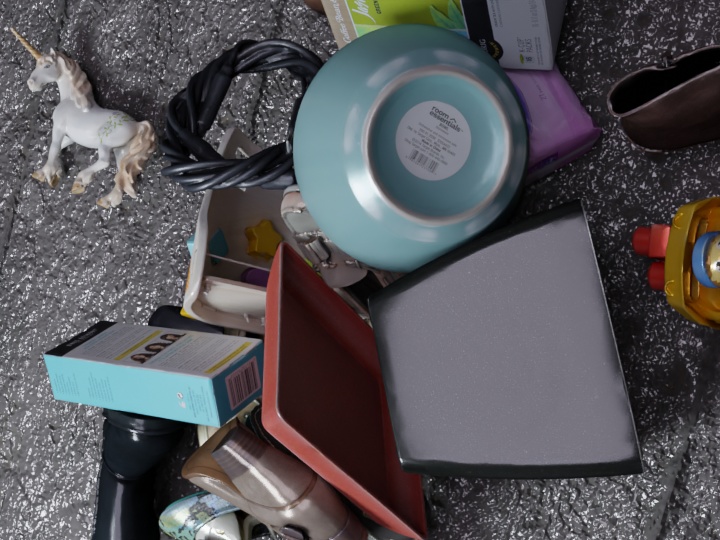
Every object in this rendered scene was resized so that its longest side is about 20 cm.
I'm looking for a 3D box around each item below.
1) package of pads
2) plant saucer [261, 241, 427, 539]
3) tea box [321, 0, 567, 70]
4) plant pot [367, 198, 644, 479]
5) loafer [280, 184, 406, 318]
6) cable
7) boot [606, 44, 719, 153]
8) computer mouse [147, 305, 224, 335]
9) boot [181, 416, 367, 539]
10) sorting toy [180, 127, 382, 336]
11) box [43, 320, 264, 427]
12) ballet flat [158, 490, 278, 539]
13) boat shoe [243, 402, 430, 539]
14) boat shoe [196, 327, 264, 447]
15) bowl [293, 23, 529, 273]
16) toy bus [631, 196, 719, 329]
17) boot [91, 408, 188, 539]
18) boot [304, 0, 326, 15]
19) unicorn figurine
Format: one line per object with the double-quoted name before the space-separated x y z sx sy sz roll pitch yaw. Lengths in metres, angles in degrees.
"package of pads" 0.095 -0.118 0.950 0.199 0.076 0.121 -28 74 -4
"plant saucer" -0.019 0.105 0.911 0.036 0.200 0.201 -29 36 21
"tea box" 0.080 -0.293 0.923 0.195 0.134 0.202 5 62 20
"plant pot" 0.108 0.074 0.876 0.175 0.200 0.202 -12 82 6
"loafer" 0.000 0.000 0.949 0.071 0.200 0.063 0 61 43
"cable" -0.101 -0.139 0.981 0.161 0.051 0.201 -13 47 10
"boot" 0.298 -0.144 0.844 0.198 0.166 0.073 -20 79 21
"computer mouse" -0.129 0.081 1.023 0.198 0.034 0.059 20 84 28
"boot" -0.074 0.197 0.937 0.146 0.200 0.070 43 72 -6
"sorting toy" -0.081 -0.037 1.020 0.106 0.198 0.182 -17 64 53
"box" -0.188 0.092 0.995 0.198 0.082 0.050 4 113 31
"ballet flat" -0.092 0.233 1.014 0.198 0.074 0.075 -16 81 4
"boat shoe" -0.021 0.174 0.978 0.200 0.072 0.061 32 142 16
"boat shoe" -0.115 0.122 1.062 0.064 0.072 0.202 -10 78 26
"bowl" 0.050 -0.094 0.842 0.198 0.105 0.203 -1 96 -9
"toy bus" 0.294 -0.005 0.828 0.190 0.199 0.137 9 90 31
"boot" -0.217 0.213 1.055 0.076 0.200 0.170 3 86 -22
"boot" -0.006 -0.161 1.037 0.185 0.064 0.202 22 98 23
"unicorn figurine" -0.300 -0.153 1.164 0.198 0.074 0.139 21 86 9
